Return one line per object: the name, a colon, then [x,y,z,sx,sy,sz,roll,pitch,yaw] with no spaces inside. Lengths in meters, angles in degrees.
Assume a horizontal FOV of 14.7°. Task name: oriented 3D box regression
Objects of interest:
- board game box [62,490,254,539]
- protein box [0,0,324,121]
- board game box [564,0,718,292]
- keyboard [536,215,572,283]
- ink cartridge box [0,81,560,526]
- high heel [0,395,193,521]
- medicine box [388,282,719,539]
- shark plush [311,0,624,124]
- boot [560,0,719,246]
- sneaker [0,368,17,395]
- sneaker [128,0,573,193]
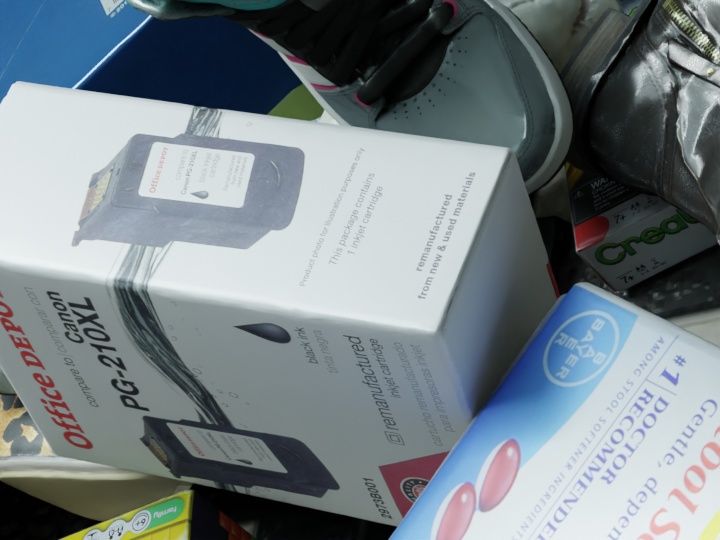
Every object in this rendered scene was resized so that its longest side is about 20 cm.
board game box: [-0.133,0.193,1.070,0.200,0.057,0.165,-24,43,26]
protein box: [-0.050,-0.119,1.181,0.199,0.135,0.200,-43,31,9]
board game box: [0.167,-0.086,1.061,0.200,0.035,0.126,-28,42,23]
keyboard: [0.000,0.000,1.153,0.200,0.021,0.127,-9,53,37]
ink cartridge box: [-0.035,0.016,1.012,0.200,0.145,0.084,9,57,23]
high heel: [-0.114,0.032,1.183,0.200,0.071,0.143,-6,60,50]
medicine box: [0.103,0.128,0.886,0.182,0.103,0.200,-54,39,-8]
shark plush: [0.023,-0.034,1.090,0.091,0.083,0.200,40,109,28]
boot: [0.167,-0.077,0.980,0.174,0.069,0.200,35,95,49]
sneaker: [-0.183,-0.042,1.132,0.077,0.200,0.085,-50,-6,-49]
sneaker: [-0.017,-0.101,0.976,0.200,0.121,0.084,41,103,14]
